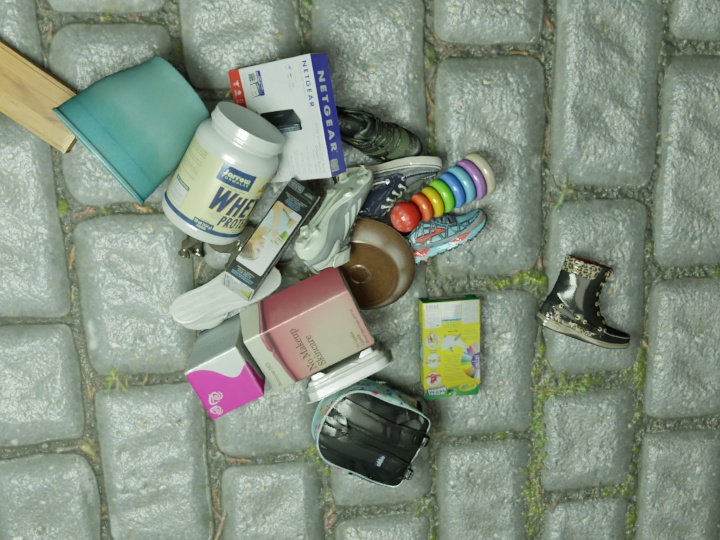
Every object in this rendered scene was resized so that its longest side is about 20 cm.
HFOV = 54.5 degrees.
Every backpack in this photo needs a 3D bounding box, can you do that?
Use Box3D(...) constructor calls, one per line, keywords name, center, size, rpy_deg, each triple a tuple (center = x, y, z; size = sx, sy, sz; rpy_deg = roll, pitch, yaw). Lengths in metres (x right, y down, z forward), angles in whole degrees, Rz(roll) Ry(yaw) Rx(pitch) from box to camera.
Box3D(name="backpack", center=(0.010, 0.295, 1.329), size=(0.200, 0.151, 0.178), rpy_deg=(22, 100, -20))

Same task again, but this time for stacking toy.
Box3D(name="stacking toy", center=(0.143, -0.130, 1.255), size=(0.200, 0.085, 0.085), rpy_deg=(-32, 105, -14))

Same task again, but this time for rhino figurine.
Box3D(name="rhino figurine", center=(-0.221, -0.043, 1.271), size=(0.200, 0.060, 0.088), rpy_deg=(17, 104, -12))

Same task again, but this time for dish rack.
Box3D(name="dish rack", center=(-0.025, 0.176, 1.279), size=(0.171, 0.200, 0.044), rpy_deg=(-25, 91, 0))

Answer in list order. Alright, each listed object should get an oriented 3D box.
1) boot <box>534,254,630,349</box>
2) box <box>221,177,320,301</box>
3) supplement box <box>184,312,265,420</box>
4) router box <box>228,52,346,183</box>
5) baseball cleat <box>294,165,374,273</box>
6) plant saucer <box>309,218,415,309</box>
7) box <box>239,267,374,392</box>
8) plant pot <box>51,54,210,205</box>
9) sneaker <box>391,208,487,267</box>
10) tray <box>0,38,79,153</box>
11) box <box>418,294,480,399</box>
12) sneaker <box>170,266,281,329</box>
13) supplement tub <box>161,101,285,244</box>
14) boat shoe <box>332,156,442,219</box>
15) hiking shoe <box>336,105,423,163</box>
Box3D(name="boot", center=(0.456, 0.063, 1.369), size=(0.200, 0.073, 0.151), rpy_deg=(18, 101, -5))
Box3D(name="box", center=(-0.155, -0.050, 1.193), size=(0.060, 0.117, 0.200), rpy_deg=(35, 73, -4))
Box3D(name="supplement box", center=(-0.233, 0.163, 1.245), size=(0.103, 0.200, 0.101), rpy_deg=(-27, 104, 0))
Box3D(name="router box", center=(-0.125, -0.254, 1.187), size=(0.179, 0.049, 0.200), rpy_deg=(-1, 107, 34))
Box3D(name="baseball cleat", center=(-0.034, -0.082, 1.203), size=(0.200, 0.070, 0.107), rpy_deg=(-50, 131, -17))
Box3D(name="plant saucer", center=(0.000, 0.000, 1.278), size=(0.200, 0.037, 0.201), rpy_deg=(4, 125, 6))
Box3D(name="box", center=(-0.095, 0.101, 1.236), size=(0.200, 0.109, 0.128), rpy_deg=(-27, 119, 0))
Box3D(name="plant pot", center=(-0.359, -0.243, 1.147), size=(0.188, 0.200, 0.200), rpy_deg=(-43, 104, -10))
Box3D(name="sneaker", center=(0.137, -0.078, 1.294), size=(0.200, 0.079, 0.096), rpy_deg=(-25, 103, 0))
Box3D(name="tray", center=(-0.561, -0.298, 1.184), size=(0.200, 0.037, 0.099), rpy_deg=(35, 97, -14))
Box3D(name="box", center=(0.175, 0.151, 1.369), size=(0.117, 0.048, 0.200), rpy_deg=(-3, 101, -6))
Box3D(name="sneaker", center=(-0.242, 0.048, 1.273), size=(0.200, 0.116, 0.074), rpy_deg=(-21, 80, -12))
Box3D(name="supplement tub", center=(-0.224, -0.159, 1.154), size=(0.145, 0.145, 0.200), rpy_deg=(29, 112, -12))
Box3D(name="boat shoe", center=(0.054, -0.144, 1.260), size=(0.200, 0.075, 0.093), rpy_deg=(-10, 80, 5))
Box3D(name="hiking shoe", center=(0.019, -0.235, 1.231), size=(0.200, 0.101, 0.076), rpy_deg=(16, 100, -10))
